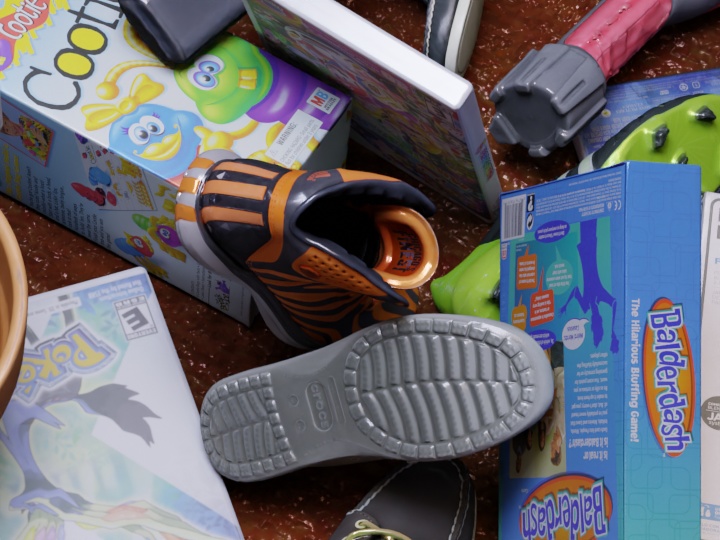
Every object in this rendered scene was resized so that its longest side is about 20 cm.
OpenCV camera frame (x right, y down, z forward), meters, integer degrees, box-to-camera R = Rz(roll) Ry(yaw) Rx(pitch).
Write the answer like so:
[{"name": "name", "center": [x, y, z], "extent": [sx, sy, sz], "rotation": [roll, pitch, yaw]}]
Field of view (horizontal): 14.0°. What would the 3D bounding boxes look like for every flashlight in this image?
[{"name": "flashlight", "center": [0.154, -0.140, 1.654], "extent": [0.068, 0.068, 0.200], "rotation": [24, 49, 28]}]

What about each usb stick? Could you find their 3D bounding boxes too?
[{"name": "usb stick", "center": [-0.044, -0.186, 1.563], "extent": [0.200, 0.033, 0.056], "rotation": [-41, 94, -17]}]

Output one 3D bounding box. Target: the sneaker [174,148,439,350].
[{"name": "sneaker", "center": [0.000, 0.000, 1.480], "extent": [0.112, 0.200, 0.078], "rotation": [9, 80, 33]}]

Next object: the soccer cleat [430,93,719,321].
[{"name": "soccer cleat", "center": [0.121, -0.035, 1.590], "extent": [0.200, 0.068, 0.081], "rotation": [-38, 26, -16]}]

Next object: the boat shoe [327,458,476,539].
[{"name": "boat shoe", "center": [0.004, 0.165, 1.475], "extent": [0.072, 0.061, 0.201], "rotation": [25, 60, 11]}]

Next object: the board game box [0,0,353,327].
[{"name": "board game box", "center": [-0.117, -0.077, 1.588], "extent": [0.200, 0.105, 0.103], "rotation": [28, 61, 12]}]

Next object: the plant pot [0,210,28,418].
[{"name": "plant pot", "center": [-0.261, 0.050, 1.456], "extent": [0.199, 0.140, 0.201], "rotation": [1, 58, -2]}]

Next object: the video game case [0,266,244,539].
[{"name": "video game case", "center": [-0.180, 0.100, 1.524], "extent": [0.199, 0.022, 0.183], "rotation": [-15, 61, -13]}]

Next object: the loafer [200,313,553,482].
[{"name": "loafer", "center": [0.014, 0.062, 1.490], "extent": [0.199, 0.070, 0.075], "rotation": [-9, 90, 31]}]

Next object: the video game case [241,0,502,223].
[{"name": "video game case", "center": [0.007, -0.094, 1.556], "extent": [0.143, 0.200, 0.018], "rotation": [32, 81, 15]}]

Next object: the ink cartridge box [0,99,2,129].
[{"name": "ink cartridge box", "center": [-0.254, -0.056, 1.354], "extent": [0.084, 0.145, 0.200], "rotation": [28, 61, 12]}]

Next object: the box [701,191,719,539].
[{"name": "box", "center": [0.219, 0.067, 1.534], "extent": [0.116, 0.060, 0.201], "rotation": [11, 66, -1]}]

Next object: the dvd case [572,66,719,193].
[{"name": "dvd case", "center": [0.206, -0.027, 1.632], "extent": [0.142, 0.018, 0.200], "rotation": [-9, 59, -10]}]

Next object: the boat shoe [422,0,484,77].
[{"name": "boat shoe", "center": [0.043, -0.191, 1.689], "extent": [0.066, 0.075, 0.200], "rotation": [8, 58, 3]}]

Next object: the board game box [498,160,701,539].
[{"name": "board game box", "center": [0.117, 0.054, 1.454], "extent": [0.045, 0.152, 0.201], "rotation": [3, 85, -21]}]
